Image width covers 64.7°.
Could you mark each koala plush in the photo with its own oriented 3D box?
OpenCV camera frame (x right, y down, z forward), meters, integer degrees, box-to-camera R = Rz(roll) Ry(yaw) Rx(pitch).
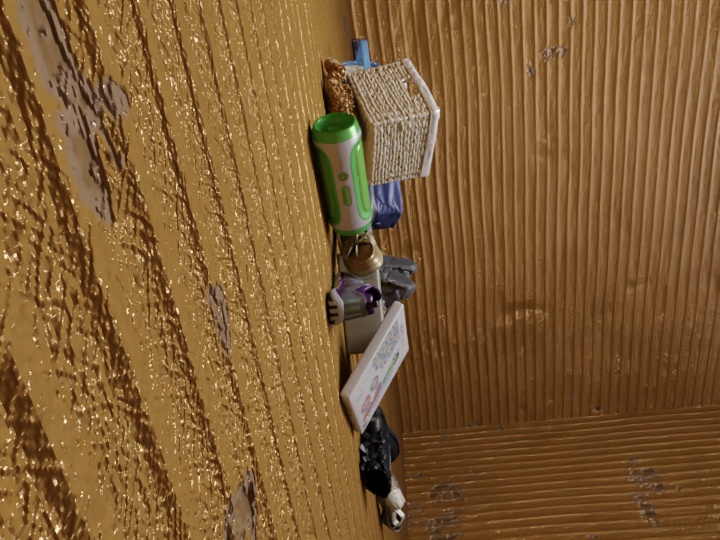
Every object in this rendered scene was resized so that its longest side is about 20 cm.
[{"bbox_3d":[0.105,0.062,2.176,0.178,0.181,0.202,-77,-176,-49],"label":"koala plush"}]

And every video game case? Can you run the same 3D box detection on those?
[{"bbox_3d":[0.032,0.183,1.052,0.201,0.023,0.183,-57,156,-25],"label":"video game case"}]

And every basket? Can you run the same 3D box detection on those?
[{"bbox_3d":[0.004,-0.468,1.462,0.200,0.137,0.179,143,-58,-84],"label":"basket"},{"bbox_3d":[0.065,-0.331,1.294,0.201,0.159,0.200,91,-18,-55],"label":"basket"}]

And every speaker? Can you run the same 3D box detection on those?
[{"bbox_3d":[-0.029,-0.161,0.973,0.089,0.087,0.202,-91,173,-50],"label":"speaker"}]

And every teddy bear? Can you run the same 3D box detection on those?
[{"bbox_3d":[-0.048,-0.357,1.223,0.145,0.066,0.203,168,-90,-85],"label":"teddy bear"}]

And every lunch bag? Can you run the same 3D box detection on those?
[{"bbox_3d":[0.027,-0.196,1.487,0.136,0.130,0.203,116,-30,-68],"label":"lunch bag"}]

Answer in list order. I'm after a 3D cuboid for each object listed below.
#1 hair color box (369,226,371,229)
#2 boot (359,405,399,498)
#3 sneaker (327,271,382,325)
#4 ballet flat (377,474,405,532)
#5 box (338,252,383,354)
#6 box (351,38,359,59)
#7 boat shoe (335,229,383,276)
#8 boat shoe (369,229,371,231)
[{"bbox_3d":[-0.007,-0.118,1.359,0.099,0.060,0.203,-78,160,-76],"label":"hair color box"},{"bbox_3d":[0.043,0.406,1.219,0.163,0.072,0.200,-94,169,-52],"label":"boot"},{"bbox_3d":[-0.004,0.048,0.987,0.200,0.086,0.076,-77,161,-76],"label":"sneaker"},{"bbox_3d":[0.084,0.593,1.441,0.075,0.067,0.202,34,-38,43],"label":"ballet flat"},{"bbox_3d":[0.005,0.063,1.141,0.068,0.081,0.203,50,35,-83],"label":"box"},{"bbox_3d":[-0.014,-1.031,2.719,0.200,0.036,0.145,-88,170,-69],"label":"box"},{"bbox_3d":[-0.014,-0.057,1.072,0.063,0.073,0.200,64,-4,-33],"label":"boat shoe"},{"bbox_3d":[0.000,0.000,1.229,0.075,0.067,0.203,68,17,-74],"label":"boat shoe"}]
